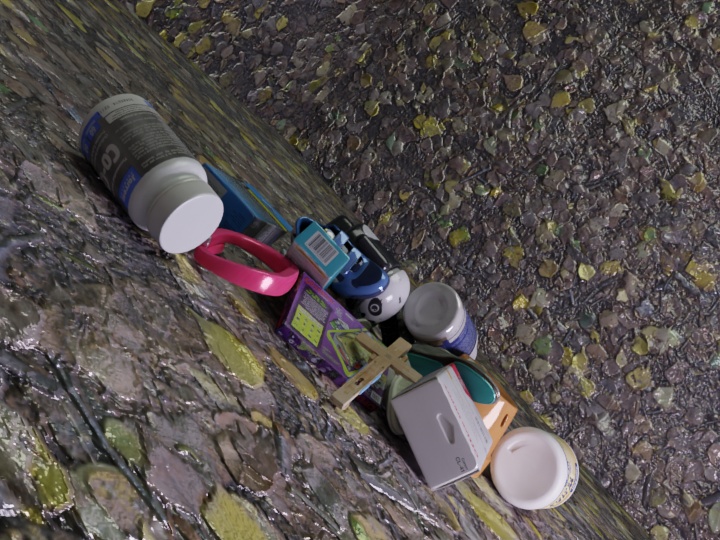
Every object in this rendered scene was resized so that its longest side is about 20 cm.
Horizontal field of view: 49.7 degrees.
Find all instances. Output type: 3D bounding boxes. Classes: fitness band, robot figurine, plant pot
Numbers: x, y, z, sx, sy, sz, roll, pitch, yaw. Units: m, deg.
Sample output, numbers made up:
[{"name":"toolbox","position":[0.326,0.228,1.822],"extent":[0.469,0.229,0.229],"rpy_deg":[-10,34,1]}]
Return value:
[{"name":"fitness band","position":[-0.161,-0.014,1.121],"extent":[0.142,0.038,0.200],"rpy_deg":[26,9,3]},{"name":"robot figurine","position":[-0.001,0.000,1.398],"extent":[0.201,0.125,0.150],"rpy_deg":[50,11,12]},{"name":"plant pot","position":[0.188,0.248,1.399],"extent":[0.200,0.140,0.200],"rpy_deg":[44,6,-6]}]

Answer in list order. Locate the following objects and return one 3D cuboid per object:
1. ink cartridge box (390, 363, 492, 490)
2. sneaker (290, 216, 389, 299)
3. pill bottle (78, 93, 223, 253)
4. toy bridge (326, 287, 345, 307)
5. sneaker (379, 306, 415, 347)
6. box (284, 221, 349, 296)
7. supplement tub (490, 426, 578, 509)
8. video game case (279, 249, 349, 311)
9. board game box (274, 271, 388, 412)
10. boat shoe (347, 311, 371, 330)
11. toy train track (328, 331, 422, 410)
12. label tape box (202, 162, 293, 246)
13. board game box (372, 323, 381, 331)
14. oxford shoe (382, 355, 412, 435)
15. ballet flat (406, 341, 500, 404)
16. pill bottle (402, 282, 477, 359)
[{"name":"ink cartridge box","position":[0.128,0.232,1.187],"extent":[0.150,0.085,0.200],"rpy_deg":[65,14,8]},{"name":"sneaker","position":[-0.040,-0.022,1.289],"extent":[0.198,0.074,0.083],"rpy_deg":[28,-34,21]},{"name":"pill bottle","position":[-0.268,-0.124,1.001],"extent":[0.200,0.114,0.114],"rpy_deg":[47,8,24]},{"name":"toy bridge","position":[-0.051,0.042,1.475],"extent":[0.067,0.027,0.200],"rpy_deg":[45,6,-7]},{"name":"sneaker","position":[0.057,0.111,1.454],"extent":[0.201,0.074,0.107],"rpy_deg":[-82,149,-53]},{"name":"box","position":[-0.083,-0.001,1.244],"extent":[0.082,0.049,0.200],"rpy_deg":[46,-24,2]},{"name":"supplement tub","position":[0.339,0.380,1.488],"extent":[0.145,0.145,0.200],"rpy_deg":[48,8,28]},{"name":"video game case","position":[-0.078,0.054,1.460],"extent":[0.182,0.023,0.200],"rpy_deg":[43,8,-21]},{"name":"board game box","position":[-0.035,0.108,1.165],"extent":[0.200,0.032,0.121],"rpy_deg":[43,39,-19]},{"name":"boat shoe","position":[-0.038,0.086,1.300],"extent":[0.068,0.072,0.200],"rpy_deg":[50,11,22]},{"name":"toy train track","position":[0.015,0.153,1.127],"extent":[0.114,0.033,0.199],"rpy_deg":[35,33,17]},{"name":"label tape box","position":[-0.215,-0.108,1.422],"extent":[0.144,0.063,0.200],"rpy_deg":[46,7,15]},{"name":"board game box","position":[0.015,0.086,1.606],"extent":[0.201,0.026,0.200],"rpy_deg":[59,-2,-34]},{"name":"oxford shoe","position":[0.051,0.199,1.256],"extent":[0.201,0.057,0.076],"rpy_deg":[-84,154,-63]},{"name":"ballet flat","position":[0.160,0.166,1.322],"extent":[0.198,0.069,0.063],"rpy_deg":[18,31,34]},{"name":"pill bottle","position":[0.157,0.114,1.452],"extent":[0.111,0.111,0.200],"rpy_deg":[49,-3,35]}]
